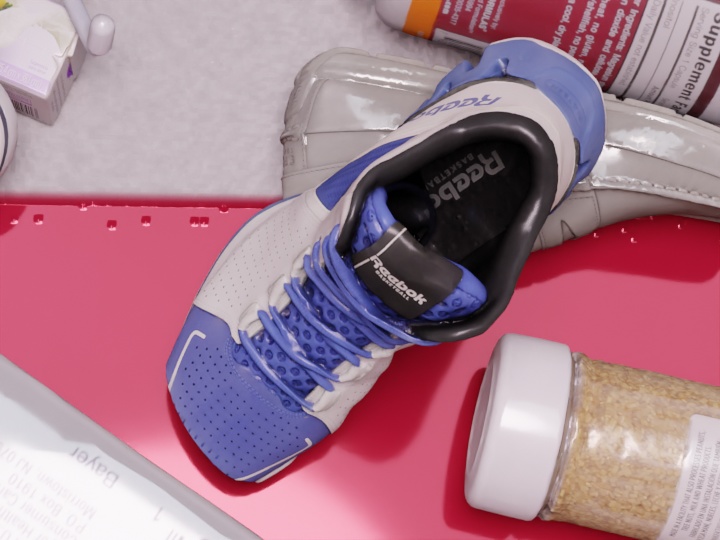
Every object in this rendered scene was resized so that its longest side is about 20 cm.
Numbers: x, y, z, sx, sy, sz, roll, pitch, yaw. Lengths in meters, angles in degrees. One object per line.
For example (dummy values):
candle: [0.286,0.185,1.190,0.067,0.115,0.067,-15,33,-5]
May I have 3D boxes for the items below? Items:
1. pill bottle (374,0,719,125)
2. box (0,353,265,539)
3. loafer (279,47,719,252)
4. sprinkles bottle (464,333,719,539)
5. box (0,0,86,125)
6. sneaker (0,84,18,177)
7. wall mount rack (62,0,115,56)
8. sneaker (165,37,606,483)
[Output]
pill bottle: [0.113,-0.124,0.856,0.198,0.113,0.114,16,76,-2]
box: [-0.083,0.127,0.737,0.183,0.200,0.105,35,78,4]
loafer: [0.066,-0.035,0.858,0.198,0.070,0.070,10,81,5]
sprinkles bottle: [0.141,0.078,0.836,0.198,0.068,0.069,13,76,-2]
box: [-0.204,-0.116,0.864,0.198,0.041,0.039,23,75,1]
sneaker: [-0.232,-0.065,0.821,0.198,0.079,0.079,18,114,5]
wall mount rack: [-0.046,-0.163,0.798,0.198,0.174,0.075,-16,57,-21]
sneaker: [0.001,0.000,0.781,0.199,0.115,0.081,-43,94,17]
